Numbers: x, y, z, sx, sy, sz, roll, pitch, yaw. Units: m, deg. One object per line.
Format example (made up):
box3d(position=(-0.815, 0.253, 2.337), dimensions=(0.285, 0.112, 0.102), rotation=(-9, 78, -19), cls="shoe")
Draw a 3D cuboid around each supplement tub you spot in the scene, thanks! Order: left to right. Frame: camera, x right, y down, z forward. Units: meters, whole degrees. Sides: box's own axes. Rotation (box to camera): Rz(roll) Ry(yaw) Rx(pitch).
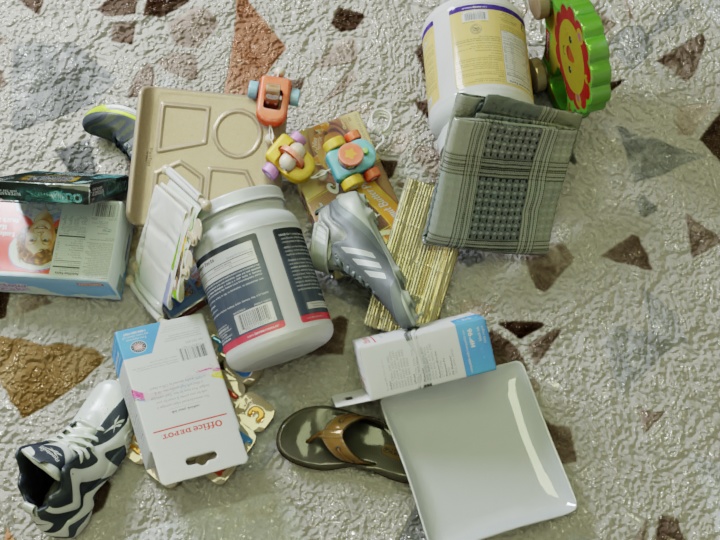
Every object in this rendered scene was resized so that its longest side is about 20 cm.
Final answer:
box3d(position=(-0.125, 0.011, 1.497), dimensions=(0.139, 0.140, 0.202), rotation=(-18, 80, -6), cls="supplement tub")
box3d(position=(0.158, -0.248, 1.623), dimensions=(0.143, 0.146, 0.203), rotation=(-3, 68, 0), cls="supplement tub")

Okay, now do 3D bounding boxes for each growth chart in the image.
box3d(position=(-0.241, -0.028, 1.511), dimensions=(0.018, 0.202, 0.145), rotation=(1, 33, -37), cls="growth chart")

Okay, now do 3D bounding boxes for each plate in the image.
box3d(position=(0.140, 0.226, 1.472), dimensions=(0.197, 0.032, 0.202), rotation=(-12, 67, -19), cls="plate")

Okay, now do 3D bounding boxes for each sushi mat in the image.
box3d(position=(0.075, -0.012, 1.557), dimensions=(0.095, 0.012, 0.203), rotation=(17, 86, -6), cls="sushi mat")

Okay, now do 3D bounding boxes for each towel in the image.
box3d(position=(0.183, -0.118, 1.535), dimensions=(0.190, 0.035, 0.203), rotation=(5, 106, -24), cls="towel")

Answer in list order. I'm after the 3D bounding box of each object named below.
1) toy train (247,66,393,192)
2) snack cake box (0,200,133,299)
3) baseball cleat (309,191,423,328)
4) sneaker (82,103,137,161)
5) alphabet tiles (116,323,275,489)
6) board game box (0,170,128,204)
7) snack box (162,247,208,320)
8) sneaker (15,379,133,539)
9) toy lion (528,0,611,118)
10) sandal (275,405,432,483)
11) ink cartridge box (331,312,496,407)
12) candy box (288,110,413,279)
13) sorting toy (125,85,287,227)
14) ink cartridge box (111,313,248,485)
box3d(position=(-0.057, -0.184, 1.569), dimensions=(0.197, 0.056, 0.152), rotation=(14, 78, -3), cls="toy train")
box3d(position=(-0.405, -0.031, 1.584), dimensions=(0.197, 0.067, 0.117), rotation=(4, 69, 6), cls="snack cake box")
box3d(position=(0.000, 0.000, 1.516), dimensions=(0.105, 0.070, 0.202), rotation=(-26, 62, 3), cls="baseball cleat")
box3d(position=(-0.293, -0.162, 1.640), dimensions=(0.198, 0.074, 0.082), rotation=(22, 73, 12), cls="sneaker")
box3d(position=(-0.214, 0.169, 1.530), dimensions=(0.194, 0.015, 0.201), rotation=(33, 72, 14), cls="alphabet tiles")
box3d(position=(-0.386, -0.107, 1.556), dimensions=(0.133, 0.200, 0.029), rotation=(3, 98, 3), cls="board game box")
box3d(position=(-0.183, -0.012, 1.599), dimensions=(0.199, 0.024, 0.072), rotation=(-34, 72, -12), cls="snack box")
box3d(position=(-0.345, 0.213, 1.444), dimensions=(0.079, 0.130, 0.201), rotation=(23, 75, 19), cls="sneaker")
box3d(position=(0.278, -0.274, 1.582), dimensions=(0.068, 0.201, 0.193), rotation=(-14, 50, -6), cls="toy lion")
box3d(position=(-0.005, 0.213, 1.485), dimensions=(0.197, 0.055, 0.083), rotation=(15, 69, 6), cls="sandal")
box3d(position=(0.056, 0.108, 1.487), dimensions=(0.197, 0.116, 0.069), rotation=(-14, 92, -5), cls="ink cartridge box")
box3d(position=(-0.019, -0.102, 1.615), dimensions=(0.114, 0.055, 0.202), rotation=(-20, 69, -7), cls="candy box")
box3d(position=(-0.201, -0.141, 1.596), dimensions=(0.197, 0.036, 0.188), rotation=(6, 83, -7), cls="sorting toy")
box3d(position=(-0.221, 0.165, 1.472), dimensions=(0.114, 0.068, 0.202), rotation=(-12, 66, -22), cls="ink cartridge box")
